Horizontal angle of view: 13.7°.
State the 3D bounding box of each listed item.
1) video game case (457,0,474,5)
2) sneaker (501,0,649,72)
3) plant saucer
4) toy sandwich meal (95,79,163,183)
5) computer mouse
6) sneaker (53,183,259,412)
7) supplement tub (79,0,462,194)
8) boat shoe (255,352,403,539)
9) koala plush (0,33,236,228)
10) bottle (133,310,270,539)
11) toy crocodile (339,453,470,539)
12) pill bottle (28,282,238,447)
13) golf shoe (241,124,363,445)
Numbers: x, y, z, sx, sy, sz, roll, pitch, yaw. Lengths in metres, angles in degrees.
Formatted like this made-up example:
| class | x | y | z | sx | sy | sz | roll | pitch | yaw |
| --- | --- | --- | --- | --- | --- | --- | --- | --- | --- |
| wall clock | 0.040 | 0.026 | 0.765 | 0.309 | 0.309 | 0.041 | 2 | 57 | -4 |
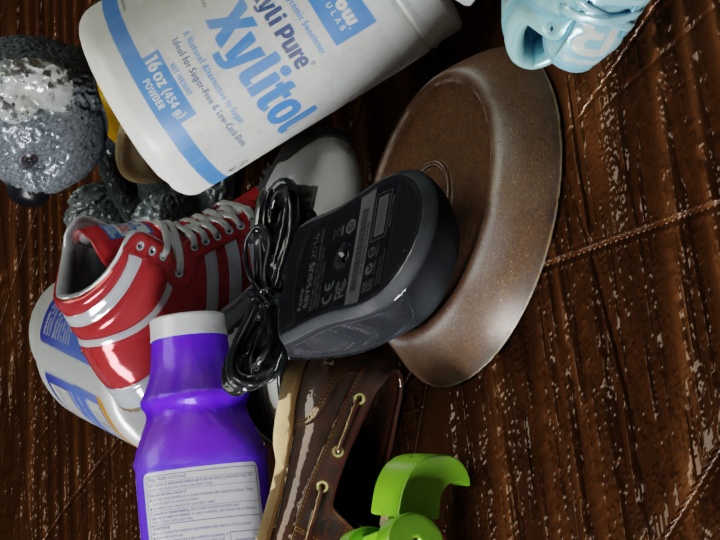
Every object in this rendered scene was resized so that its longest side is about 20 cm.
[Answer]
| class | x | y | z | sx | sy | sz | roll | pitch | yaw |
| --- | --- | --- | --- | --- | --- | --- | --- | --- | --- |
| video game case | 0.109 | -0.255 | 1.654 | 0.143 | 0.018 | 0.201 | -47 | 18 | 47 |
| sneaker | 0.131 | -0.147 | 1.582 | 0.200 | 0.073 | 0.083 | 160 | 115 | -72 |
| plant saucer | 0.051 | -0.035 | 1.729 | 0.200 | 0.034 | 0.202 | -39 | 44 | 51 |
| toy sandwich meal | -0.108 | -0.146 | 1.942 | 0.070 | 0.205 | 0.206 | 39 | 122 | 17 |
| computer mouse | 0.000 | 0.000 | 1.706 | 0.200 | 0.053 | 0.139 | -18 | 53 | 54 |
| sneaker | -0.109 | -0.019 | 1.875 | 0.071 | 0.113 | 0.200 | 11 | 53 | 51 |
| supplement tub | -0.055 | -0.147 | 1.786 | 0.199 | 0.132 | 0.132 | -32 | 39 | 8 |
| boat shoe | -0.019 | 0.146 | 1.747 | 0.070 | 0.070 | 0.202 | 8 | 92 | 24 |
| koala plush | -0.195 | -0.107 | 2.076 | 0.177 | 0.199 | 0.185 | 12 | 88 | 65 |
| bottle | -0.095 | 0.127 | 1.804 | 0.065 | 0.083 | 0.202 | 101 | 162 | -80 |
| toy crocodile | 0.026 | 0.198 | 1.648 | 0.067 | 0.061 | 0.201 | -27 | 59 | 57 |
| pill bottle | -0.154 | 0.054 | 2.018 | 0.200 | 0.111 | 0.113 | 18 | 95 | 65 |
| golf shoe | -0.024 | 0.014 | 1.824 | 0.094 | 0.077 | 0.201 | 31 | 115 | 58 |
